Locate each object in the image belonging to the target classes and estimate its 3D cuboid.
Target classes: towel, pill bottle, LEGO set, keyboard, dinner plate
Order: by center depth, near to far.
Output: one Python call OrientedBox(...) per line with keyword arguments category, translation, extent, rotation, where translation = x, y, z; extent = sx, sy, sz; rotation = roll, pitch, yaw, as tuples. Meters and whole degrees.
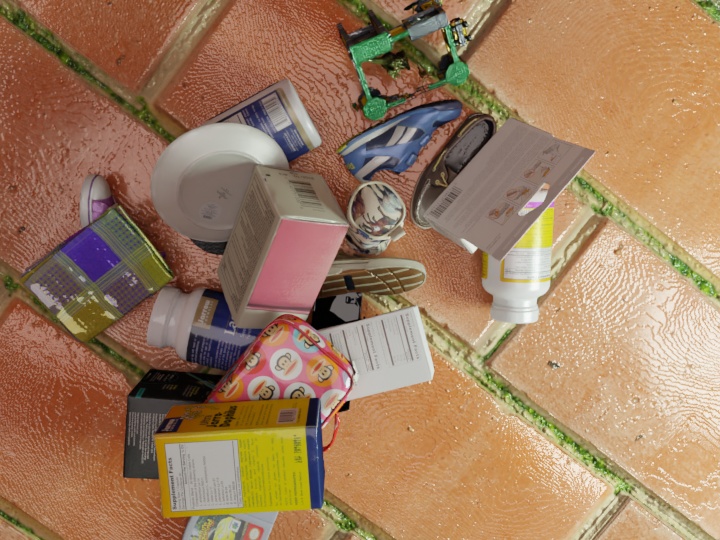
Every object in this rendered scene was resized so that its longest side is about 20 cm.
OrientedBox(category="dinner plate", translation=(-0.196, -0.117, 1.114), extent=(0.200, 0.024, 0.200), rotation=(-10, 132, -12))
OrientedBox(category="pill bottle", translation=(-0.168, -0.189, 1.155), extent=(0.200, 0.111, 0.111), rotation=(-28, 98, 3))
OrientedBox(category="LEGO set", translation=(0.056, -0.326, 1.159), extent=(0.200, 0.116, 0.154), rotation=(-29, 128, 7))
OrientedBox(category="towel", translation=(-0.392, 0.010, 1.165), extent=(0.200, 0.023, 0.144), rotation=(-33, 105, 13))
OrientedBox(category="pill bottle", translation=(0.238, -0.025, 1.194), extent=(0.104, 0.104, 0.200), rotation=(1, 99, -2))
OrientedBox(category="pill bottle", translation=(-0.214, 0.092, 1.194), extent=(0.200, 0.116, 0.116), rotation=(14, 98, -4))
OrientedBox(category="keyboard", translation=(-0.030, 0.127, 1.248), extent=(0.104, 0.040, 0.200), rotation=(7, 91, 6))

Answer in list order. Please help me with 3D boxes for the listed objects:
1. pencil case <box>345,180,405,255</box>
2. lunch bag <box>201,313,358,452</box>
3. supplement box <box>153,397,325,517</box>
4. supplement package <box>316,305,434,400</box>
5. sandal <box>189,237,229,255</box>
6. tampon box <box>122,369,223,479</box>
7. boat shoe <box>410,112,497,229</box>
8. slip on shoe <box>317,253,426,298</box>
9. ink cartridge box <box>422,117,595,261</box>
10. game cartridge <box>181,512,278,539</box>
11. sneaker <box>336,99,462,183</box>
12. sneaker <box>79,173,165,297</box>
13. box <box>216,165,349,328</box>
OrientedBox(category="pencil case", translation=(0.018, -0.069, 1.141), extent=(0.078, 0.200, 0.090), rotation=(-25, 86, -5))
OrientedBox(category="lunch bag", translation=(-0.102, 0.179, 1.079), extent=(0.176, 0.082, 0.200), rotation=(41, 95, -2))
OrientedBox(category="supplement box", translation=(-0.148, 0.235, 0.996), extent=(0.200, 0.110, 0.109), rotation=(-3, 100, -1))
OrientedBox(category="supplement package", translation=(0.001, 0.129, 1.168), extent=(0.200, 0.114, 0.110), rotation=(-15, 87, 7))
OrientedBox(category="sandal", translation=(-0.174, -0.063, 1.214), extent=(0.200, 0.045, 0.075), rotation=(2, 104, -16))
OrientedBox(category="tampon box", translation=(-0.243, 0.238, 1.198), extent=(0.200, 0.150, 0.127), rotation=(5, 97, -2))
OrientedBox(category="boat shoe", translation=(0.142, -0.151, 1.194), extent=(0.072, 0.060, 0.200), rotation=(34, 96, -6))
OrientedBox(category="slip on shoe", translation=(0.000, 0.000, 1.211), extent=(0.200, 0.061, 0.076), rotation=(-7, 139, 4))
OrientedBox(category="ink cartridge box", translation=(0.211, -0.109, 1.102), extent=(0.200, 0.176, 0.045), rotation=(-48, 132, -3))
OrientedBox(category="game cartridge", translation=(-0.223, 0.439, 1.288), extent=(0.133, 0.041, 0.200), rotation=(22, 98, -1))
OrientedBox(category="sneaker", translation=(0.067, -0.196, 1.182), extent=(0.200, 0.074, 0.082), rotation=(-25, 100, 10))
OrientedBox(category="sneaker", translation=(-0.354, -0.051, 1.189), extent=(0.114, 0.073, 0.201), rotation=(-3, 110, 6))
OrientedBox(category="box", translation=(-0.115, -0.029, 1.119), extent=(0.109, 0.128, 0.200), rotation=(4, 128, -30))
